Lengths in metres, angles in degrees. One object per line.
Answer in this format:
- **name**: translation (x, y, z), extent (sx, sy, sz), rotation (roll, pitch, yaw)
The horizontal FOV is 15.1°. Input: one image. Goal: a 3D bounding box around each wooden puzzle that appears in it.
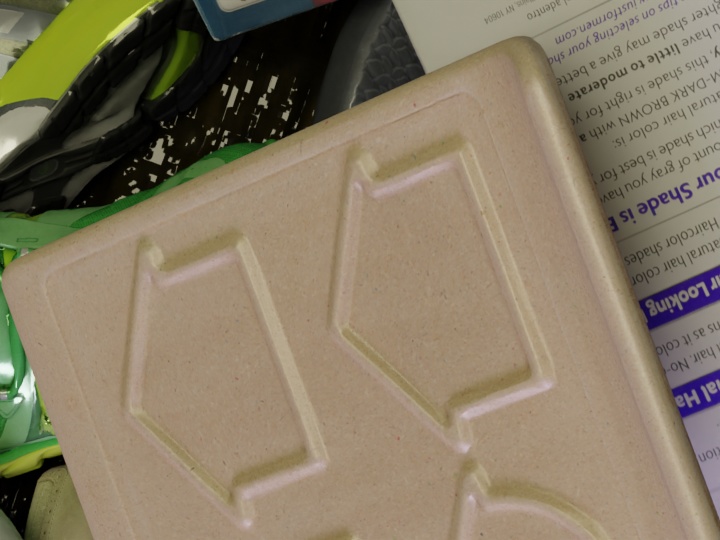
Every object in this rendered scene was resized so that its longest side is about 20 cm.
- **wooden puzzle**: translation (0.008, 0.055, 0.713), extent (0.199, 0.046, 0.186), rotation (-22, 87, 37)

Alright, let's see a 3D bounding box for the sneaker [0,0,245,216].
- **sneaker**: translation (-0.127, -0.052, 0.871), extent (0.200, 0.074, 0.081), rotation (-39, 65, 8)

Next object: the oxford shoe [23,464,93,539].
- **oxford shoe**: translation (-0.085, 0.158, 0.846), extent (0.074, 0.071, 0.201), rotation (10, 87, 42)

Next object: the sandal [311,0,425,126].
- **sandal**: translation (-0.001, 0.000, 0.817), extent (0.043, 0.076, 0.202), rotation (14, 91, 47)

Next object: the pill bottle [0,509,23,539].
- **pill bottle**: translation (-0.183, 0.156, 0.828), extent (0.115, 0.116, 0.201), rotation (34, 116, 19)

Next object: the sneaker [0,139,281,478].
- **sneaker**: translation (-0.094, 0.016, 0.811), extent (0.199, 0.083, 0.075), rotation (-26, 58, 36)

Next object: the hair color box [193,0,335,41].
- **hair color box**: translation (0.042, -0.141, 0.785), extent (0.199, 0.100, 0.061), rotation (-18, 115, 18)

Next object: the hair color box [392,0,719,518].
- **hair color box**: translation (0.101, -0.013, 0.719), extent (0.109, 0.065, 0.201), rotation (-24, 91, 21)
